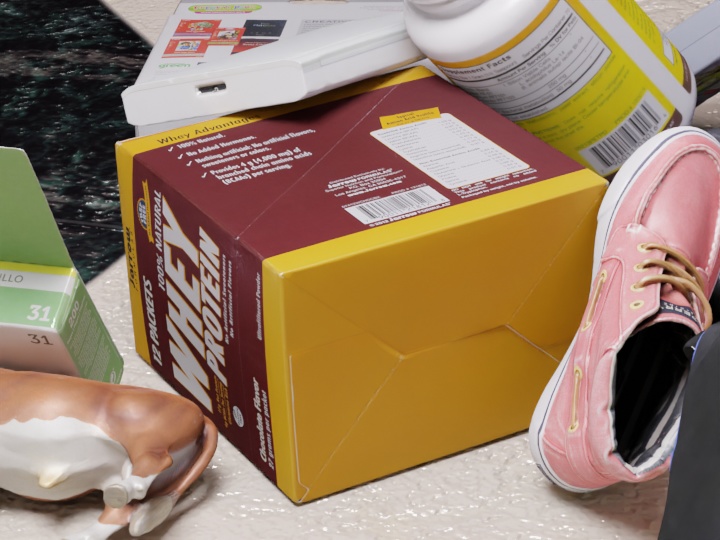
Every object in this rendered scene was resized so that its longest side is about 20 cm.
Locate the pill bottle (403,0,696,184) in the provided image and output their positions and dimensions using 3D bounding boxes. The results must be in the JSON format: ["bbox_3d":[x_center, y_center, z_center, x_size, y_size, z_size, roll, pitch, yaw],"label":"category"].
[{"bbox_3d":[0.099,-0.137,1.504,0.109,0.200,0.109,-26,42,26],"label":"pill bottle"}]

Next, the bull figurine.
[{"bbox_3d":[-0.176,0.091,1.343,0.199,0.065,0.122,1,30,12],"label":"bull figurine"}]

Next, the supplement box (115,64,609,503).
[{"bbox_3d":[0.000,0.000,1.428,0.197,0.133,0.200,-16,29,-24],"label":"supplement box"}]

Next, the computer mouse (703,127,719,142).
[{"bbox_3d":[0.259,-0.065,1.581,0.199,0.046,0.140,7,16,-6],"label":"computer mouse"}]

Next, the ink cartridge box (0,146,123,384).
[{"bbox_3d":[-0.217,0.007,1.369,0.145,0.200,0.048,5,59,15],"label":"ink cartridge box"}]

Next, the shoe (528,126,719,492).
[{"bbox_3d":[0.152,0.017,1.317,0.071,0.201,0.091,27,-13,-15],"label":"shoe"}]

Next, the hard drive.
[{"bbox_3d":[-0.026,-0.122,1.538,0.132,0.026,0.200,-6,11,37],"label":"hard drive"}]

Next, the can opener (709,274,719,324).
[{"bbox_3d":[0.168,-0.011,1.511,0.078,0.064,0.200,-11,28,-15],"label":"can opener"}]

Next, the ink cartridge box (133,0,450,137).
[{"bbox_3d":[-0.033,-0.115,1.721,0.199,0.084,0.176,1,27,7],"label":"ink cartridge box"}]

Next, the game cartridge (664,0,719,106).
[{"bbox_3d":[0.233,-0.146,1.660,0.200,0.041,0.133,-34,-12,30],"label":"game cartridge"}]

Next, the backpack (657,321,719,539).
[{"bbox_3d":[0.233,0.110,1.099,0.200,0.135,0.183,27,56,-14],"label":"backpack"}]
